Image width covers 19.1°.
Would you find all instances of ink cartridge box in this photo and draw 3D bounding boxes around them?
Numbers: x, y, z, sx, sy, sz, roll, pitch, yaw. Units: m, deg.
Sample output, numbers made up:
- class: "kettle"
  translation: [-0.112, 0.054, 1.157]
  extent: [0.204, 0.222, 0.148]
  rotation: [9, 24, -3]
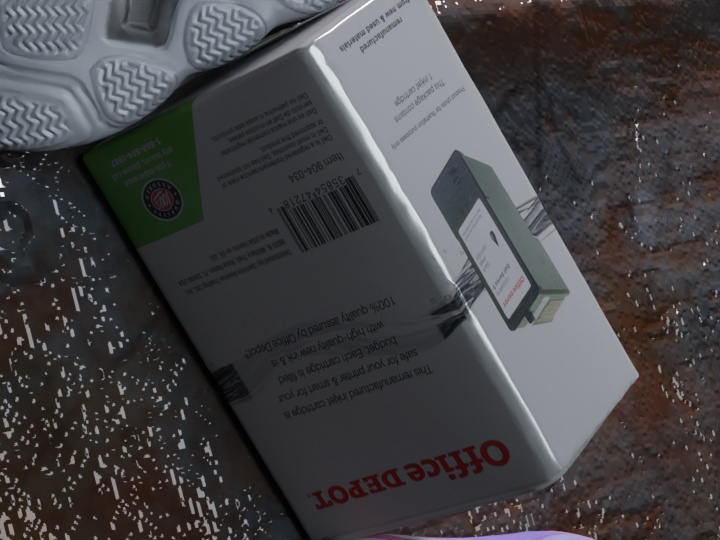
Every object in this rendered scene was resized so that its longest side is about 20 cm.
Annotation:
- class: "ink cartridge box"
  translation: [0.000, 0.000, 0.894]
  extent: [0.084, 0.145, 0.200]
  rotation: [-42, 106, -46]

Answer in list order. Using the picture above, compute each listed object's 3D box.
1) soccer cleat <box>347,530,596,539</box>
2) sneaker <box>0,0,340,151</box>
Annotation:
- class: "soccer cleat"
  translation: [0.050, 0.144, 0.940]
  extent: [0.200, 0.076, 0.067]
  rotation: [3, 73, -45]
- class: "sneaker"
  translation: [-0.096, -0.108, 0.892]
  extent: [0.200, 0.114, 0.076]
  rotation: [-26, 103, -11]
